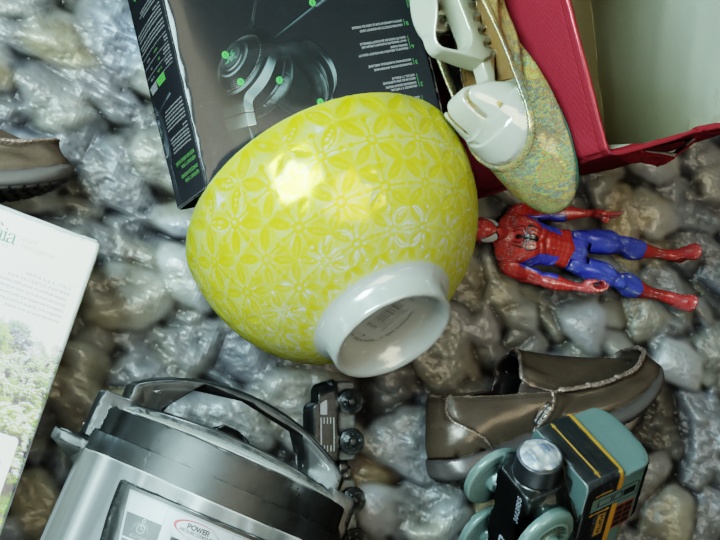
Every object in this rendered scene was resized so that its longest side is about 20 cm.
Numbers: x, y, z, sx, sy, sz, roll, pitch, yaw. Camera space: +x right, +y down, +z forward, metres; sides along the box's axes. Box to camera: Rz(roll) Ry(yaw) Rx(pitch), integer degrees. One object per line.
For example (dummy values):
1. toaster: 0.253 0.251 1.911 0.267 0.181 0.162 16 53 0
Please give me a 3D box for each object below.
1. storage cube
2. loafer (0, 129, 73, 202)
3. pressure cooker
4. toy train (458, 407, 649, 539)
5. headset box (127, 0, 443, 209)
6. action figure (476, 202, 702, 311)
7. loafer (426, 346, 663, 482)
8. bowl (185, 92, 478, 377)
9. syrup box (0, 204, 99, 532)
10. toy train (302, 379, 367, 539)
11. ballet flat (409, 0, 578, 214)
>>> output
1. storage cube: 0.153 -0.161 0.809 0.169 0.179 0.203 -14 89 -31
2. loafer: -0.275 -0.085 0.706 0.197 0.073 0.072 5 84 -20
3. pressure cooker: -0.106 0.169 0.694 0.176 0.177 0.203 40 68 -49
4. toy train: 0.129 0.185 0.788 0.112 0.085 0.202 -17 131 -25
5. headset box: -0.051 -0.147 0.760 0.172 0.093 0.203 -15 90 -22
6. action figure: 0.173 -0.014 0.887 0.197 0.052 0.067 10 85 -17
7. loafer: 0.133 0.090 0.836 0.197 0.073 0.072 -18 91 -22
8. bowl: 0.000 0.000 0.723 0.197 0.202 0.108 -15 54 -21
9. syrup box: -0.232 0.065 0.704 0.078 0.081 0.203 20 77 -19
10. toy train: -0.020 0.178 0.799 0.045 0.034 0.204 0 84 -17
11. ballet flat: 0.073 -0.126 0.721 0.070 0.071 0.203 -16 81 -21
